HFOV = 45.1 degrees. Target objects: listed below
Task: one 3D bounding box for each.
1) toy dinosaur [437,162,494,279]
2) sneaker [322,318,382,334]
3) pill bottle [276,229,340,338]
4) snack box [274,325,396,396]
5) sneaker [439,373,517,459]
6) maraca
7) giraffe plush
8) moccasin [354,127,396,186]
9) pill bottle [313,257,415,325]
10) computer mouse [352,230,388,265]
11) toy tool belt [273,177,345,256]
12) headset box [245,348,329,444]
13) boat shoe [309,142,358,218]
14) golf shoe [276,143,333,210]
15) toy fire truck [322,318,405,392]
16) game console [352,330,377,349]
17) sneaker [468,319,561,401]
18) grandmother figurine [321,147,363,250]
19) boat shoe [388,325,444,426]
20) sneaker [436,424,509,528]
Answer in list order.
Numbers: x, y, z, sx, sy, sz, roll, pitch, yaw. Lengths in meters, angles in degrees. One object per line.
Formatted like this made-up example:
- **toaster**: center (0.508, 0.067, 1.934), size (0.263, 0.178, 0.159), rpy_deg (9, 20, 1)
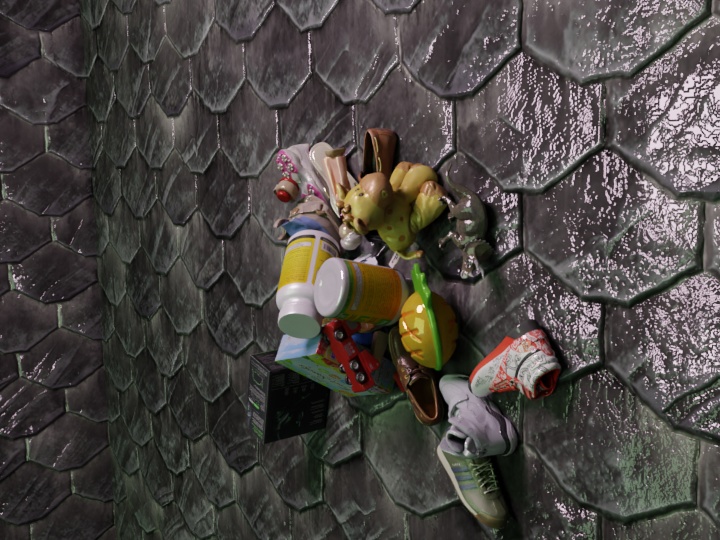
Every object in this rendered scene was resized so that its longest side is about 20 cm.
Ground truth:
- **toy dinosaur**: center (0.188, -0.086, 1.514), size (0.102, 0.076, 0.203), rpy_deg (1, 92, 44)
- **sneaker**: center (-0.014, 0.106, 1.795), size (0.198, 0.087, 0.077), rpy_deg (-7, 88, 39)
- **pill bottle**: center (-0.105, 0.028, 1.712), size (0.113, 0.111, 0.202), rpy_deg (-50, 24, 47)
- **snack box**: center (-0.049, 0.191, 1.786), size (0.168, 0.199, 0.068), rpy_deg (-15, 50, 53)
- **sneaker**: center (0.178, 0.258, 1.536), size (0.200, 0.114, 0.076), rpy_deg (46, 131, 42)
- **maraca**: center (0.121, 0.087, 1.581), size (0.137, 0.106, 0.202), rpy_deg (-124, 21, -64)
- **giraffe plush**: center (0.038, -0.118, 1.588), size (0.172, 0.161, 0.202), rpy_deg (22, 92, 54)
- **moccasin**: center (0.025, -0.180, 1.718), size (0.074, 0.077, 0.204), rpy_deg (36, 125, 47)
- **pill bottle**: center (0.021, 0.045, 1.643), size (0.111, 0.198, 0.112), rpy_deg (-23, 63, 54)
- **computer mouse**: center (0.000, 0.000, 1.737), size (0.201, 0.044, 0.109), rpy_deg (-55, 42, 0)
- **toy tool belt**: center (-0.116, -0.090, 1.826), size (0.124, 0.200, 0.124), rpy_deg (-21, 35, 53)
- **headset box**: center (-0.166, 0.288, 2.004), size (0.093, 0.173, 0.202), rpy_deg (30, 122, 49)
- **boat shoe**: center (-0.043, -0.176, 1.836), size (0.201, 0.071, 0.060), rpy_deg (60, -178, 12)
- **golf shoe**: center (-0.098, -0.195, 1.910), size (0.201, 0.091, 0.075), rpy_deg (56, 145, -1)
- **toy fire truck**: center (0.024, 0.165, 1.690), size (0.049, 0.140, 0.202), rpy_deg (-21, 97, 56)
- **game console**: center (-0.060, 0.088, 1.866), size (0.119, 0.170, 0.203), rpy_deg (172, 91, -82)
- **sneaker**: center (0.256, 0.183, 1.449), size (0.202, 0.067, 0.109), rpy_deg (-58, 48, 40)
- **grandmother figurine**: center (-0.034, -0.141, 1.739), size (0.121, 0.060, 0.202), rpy_deg (-41, -58, -81)
- **boat shoe**: center (0.109, 0.197, 1.647), size (0.068, 0.071, 0.202), rpy_deg (75, 174, -81)
- **sneaker**: center (0.206, 0.357, 1.554), size (0.201, 0.066, 0.091), rpy_deg (54, 142, 41)
